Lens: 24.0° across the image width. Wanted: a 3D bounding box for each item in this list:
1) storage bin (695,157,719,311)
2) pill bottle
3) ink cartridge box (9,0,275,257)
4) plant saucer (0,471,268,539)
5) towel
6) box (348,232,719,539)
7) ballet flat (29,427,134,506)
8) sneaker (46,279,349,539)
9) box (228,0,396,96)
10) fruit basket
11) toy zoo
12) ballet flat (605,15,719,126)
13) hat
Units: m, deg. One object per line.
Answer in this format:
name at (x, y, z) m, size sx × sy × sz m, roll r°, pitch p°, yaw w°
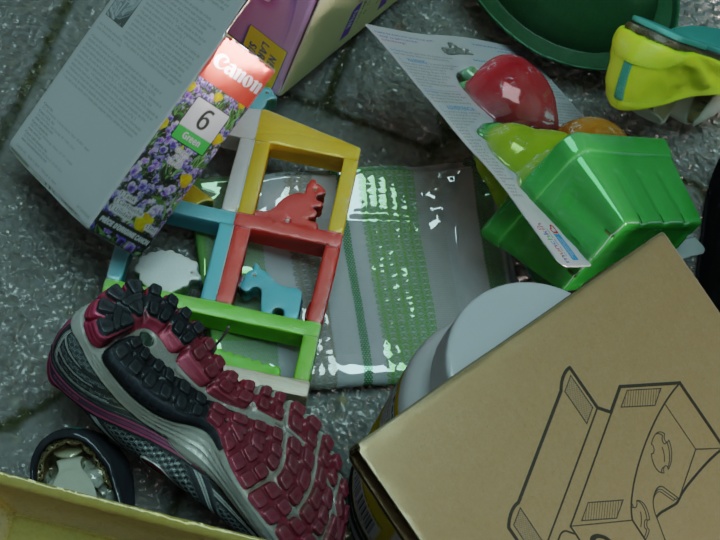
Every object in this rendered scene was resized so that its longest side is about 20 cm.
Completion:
storage bin at (0.273, -0.004, 1.047) m, size 0.094 × 0.135 × 0.200 m, roll 18°, pitch 60°, yaw -5°
pill bottle at (0.066, 0.093, 0.906) m, size 0.114 × 0.200 × 0.115 m, roll 6°, pitch 61°, yaw -11°
ink cartridge box at (-0.110, -0.119, 0.981) m, size 0.200 × 0.050 × 0.109 m, roll -53°, pitch 47°, yaw 4°
plant saucer at (-0.118, 0.208, 0.826) m, size 0.199 × 0.048 × 0.201 m, roll 15°, pitch 95°, yaw -7°
towel at (0.000, 0.000, 1.039) m, size 0.199 × 0.031 × 0.150 m, roll -3°, pitch 62°, yaw -15°
box at (0.116, 0.098, 0.792) m, size 0.200 × 0.021 × 0.164 m, roll -33°, pitch 87°, yaw -26°
ballet flat at (-0.144, 0.173, 0.887) m, size 0.073 × 0.073 × 0.200 m, roll -2°, pitch 63°, yaw -15°
sneaker at (-0.085, 0.091, 0.938) m, size 0.200 × 0.075 × 0.081 m, roll 47°, pitch 41°, yaw -10°
box at (-0.006, -0.239, 1.064) m, size 0.097 × 0.176 × 0.200 m, roll 38°, pitch 50°, yaw 8°
fruit basket at (0.108, -0.074, 1.056) m, size 0.200 × 0.094 × 0.185 m, roll 46°, pitch 27°, yaw 25°
toy zoo at (-0.076, -0.025, 1.012) m, size 0.131 × 0.020 × 0.200 m, roll 13°, pitch 63°, yaw 0°
ballet flat at (0.216, -0.130, 1.130) m, size 0.067 × 0.067 × 0.200 m, roll 28°, pitch 18°, yaw 29°
hat at (0.168, -0.243, 1.112) m, size 0.165 × 0.176 × 0.200 m, roll 25°, pitch 52°, yaw -2°
